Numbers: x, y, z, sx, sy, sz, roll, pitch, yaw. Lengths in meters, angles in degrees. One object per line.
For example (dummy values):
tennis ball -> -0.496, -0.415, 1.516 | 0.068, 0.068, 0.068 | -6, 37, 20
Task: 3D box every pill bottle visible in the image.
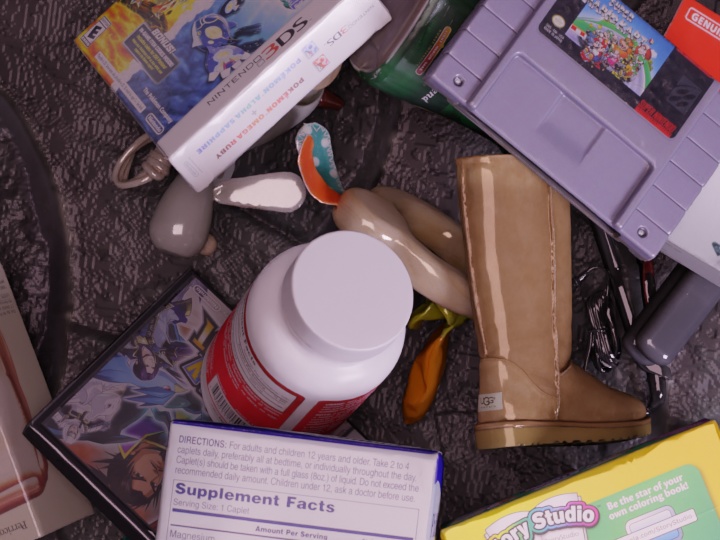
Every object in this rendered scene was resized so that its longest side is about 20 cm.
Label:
pill bottle -> -0.035, 0.049, 1.532 | 0.112, 0.200, 0.113 | 7, 66, -17

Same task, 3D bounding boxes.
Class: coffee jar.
coffee jar -> 0.096, -0.141, 1.576 | 0.199, 0.085, 0.105 | 26, 105, -30

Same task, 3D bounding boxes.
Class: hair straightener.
hair straightener -> 0.182, 0.019, 1.639 | 0.076, 0.041, 0.201 | -9, 93, 1

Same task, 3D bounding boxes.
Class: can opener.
can opener -> 0.274, -0.003, 1.610 | 0.067, 0.053, 0.200 | 41, 78, -9

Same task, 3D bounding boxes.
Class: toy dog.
toy dog -> -0.076, -0.092, 1.617 | 0.200, 0.132, 0.096 | -49, 127, 4

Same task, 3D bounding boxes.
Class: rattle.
rattle -> 0.000, 0.000, 1.592 | 0.199, 0.131, 0.143 | 24, 128, -29

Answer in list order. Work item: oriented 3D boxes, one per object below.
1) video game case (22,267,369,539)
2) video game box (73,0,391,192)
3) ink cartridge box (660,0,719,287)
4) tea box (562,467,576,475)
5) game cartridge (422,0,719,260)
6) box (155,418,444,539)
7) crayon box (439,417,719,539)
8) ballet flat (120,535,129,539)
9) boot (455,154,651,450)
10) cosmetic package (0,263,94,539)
video game case -> -0.111, 0.125, 1.601 | 0.200, 0.026, 0.181 | 44, 59, 2
video game box -> -0.095, -0.171, 1.577 | 0.182, 0.200, 0.047 | -41, 131, -1
ink cartridge box -> 0.278, -0.076, 1.568 | 0.199, 0.044, 0.174 | 30, 80, -7
tea box -> 0.150, 0.279, 1.581 | 0.197, 0.134, 0.200 | -42, 87, -1
game cartridge -> 0.156, -0.118, 1.506 | 0.200, 0.038, 0.130 | 38, 83, -9
box -> -0.044, 0.209, 1.484 | 0.183, 0.105, 0.201 | 6, 86, 7
crayon box -> 0.175, 0.216, 1.487 | 0.199, 0.058, 0.173 | -22, 85, 1
ballet flat -> -0.084, 0.233, 1.628 | 0.199, 0.071, 0.071 | 6, 89, 1
boot -> 0.139, 0.023, 1.560 | 0.066, 0.175, 0.201 | -7, 83, 41
cosmetic package -> -0.284, 0.106, 1.607 | 0.103, 0.087, 0.201 | -23, 88, 20
